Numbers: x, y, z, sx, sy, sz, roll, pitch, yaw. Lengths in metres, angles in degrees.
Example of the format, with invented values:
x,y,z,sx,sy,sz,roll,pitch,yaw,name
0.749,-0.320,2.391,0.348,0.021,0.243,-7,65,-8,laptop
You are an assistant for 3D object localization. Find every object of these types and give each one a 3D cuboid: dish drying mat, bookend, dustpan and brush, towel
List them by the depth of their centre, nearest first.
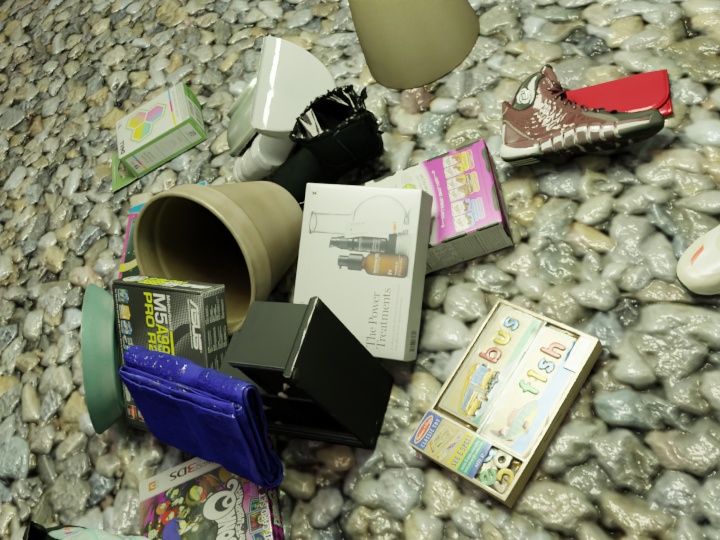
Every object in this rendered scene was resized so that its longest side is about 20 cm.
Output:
x,y,z,sx,sy,sz,roll,pitch,yaw,name
-0.096,0.113,0.906,0.198,0.200,0.092,2,60,30,bookend
-0.185,0.169,0.906,0.199,0.148,0.050,12,38,35,towel
0.293,-0.208,1.025,0.199,0.018,0.077,-10,54,24,dish drying mat
-0.056,-0.242,1.147,0.057,0.199,0.140,166,114,-73,dustpan and brush

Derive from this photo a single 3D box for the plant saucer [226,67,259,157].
x,y,z,sx,sy,sz,roll,pitch,yaw,name
-0.158,-0.269,1.236,0.200,0.050,0.200,-50,16,20,plant saucer

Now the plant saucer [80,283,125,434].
x,y,z,sx,sy,sz,roll,pitch,yaw,name
-0.337,0.116,1.068,0.036,0.200,0.201,-4,51,-8,plant saucer

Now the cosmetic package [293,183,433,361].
x,y,z,sx,sy,sz,roll,pitch,yaw,name
0.000,0.000,0.960,0.150,0.052,0.201,5,87,23,cosmetic package

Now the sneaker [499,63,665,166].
x,y,z,sx,sy,sz,roll,pitch,yaw,name
0.261,-0.203,0.975,0.199,0.076,0.116,-8,84,25,sneaker

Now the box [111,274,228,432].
x,y,z,sx,sy,sz,roll,pitch,yaw,name
-0.237,0.112,1.011,0.160,0.044,0.201,6,105,33,box

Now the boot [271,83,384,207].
x,y,z,sx,sy,sz,roll,pitch,yaw,name
-0.058,-0.167,1.096,0.198,0.162,0.074,-30,77,6,boot

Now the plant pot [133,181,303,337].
x,y,z,sx,sy,sz,roll,pitch,yaw,name
-0.167,-0.035,1.054,0.199,0.201,0.173,4,25,32,plant pot

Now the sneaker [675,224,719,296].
x,y,z,sx,sy,sz,roll,pitch,yaw,name
0.406,-0.054,0.803,0.199,0.093,0.071,-30,49,9,sneaker

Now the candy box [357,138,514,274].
x,y,z,sx,sy,sz,roll,pitch,yaw,name
0.083,-0.068,1.019,0.199,0.061,0.137,-18,54,18,candy box

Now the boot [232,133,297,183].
x,y,z,sx,sy,sz,roll,pitch,yaw,name
-0.134,-0.211,1.238,0.095,0.074,0.200,-25,25,45,boot

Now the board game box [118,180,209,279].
x,y,z,sx,sy,sz,roll,pitch,yaw,name
-0.285,-0.021,1.198,0.147,0.064,0.201,-17,51,19,board game box

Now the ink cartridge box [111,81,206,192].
x,y,z,sx,sy,sz,roll,pitch,yaw,name
-0.371,-0.233,1.394,0.199,0.059,0.104,-28,49,10,ink cartridge box

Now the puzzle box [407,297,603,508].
x,y,z,sx,sy,sz,roll,pitch,yaw,name
0.155,0.135,0.863,0.133,0.025,0.200,22,72,39,puzzle box

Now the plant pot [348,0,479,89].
x,y,z,sx,sy,sz,roll,pitch,yaw,name
0.055,-0.406,1.176,0.186,0.200,0.188,-15,53,21,plant pot

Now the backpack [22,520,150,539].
x,y,z,sx,sy,sz,roll,pitch,yaw,name
-0.297,0.351,0.871,0.200,0.126,0.168,-27,68,53,backpack

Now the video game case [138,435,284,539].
x,y,z,sx,sy,sz,roll,pitch,yaw,name
-0.174,0.309,0.925,0.181,0.036,0.201,-26,50,14,video game case
